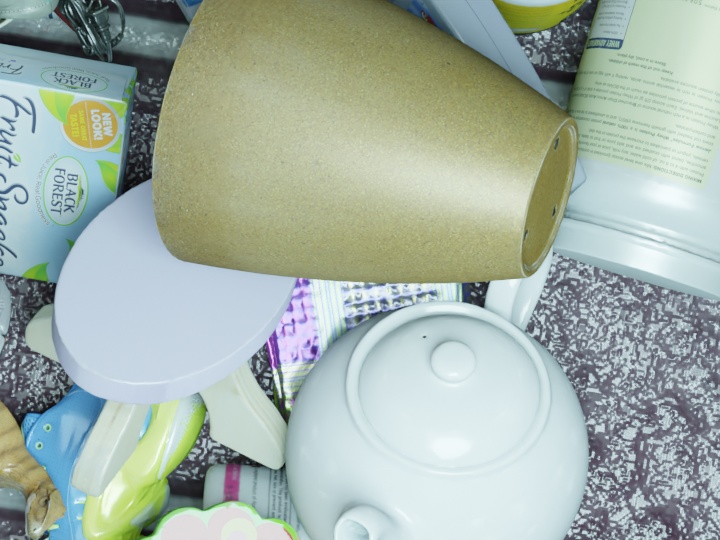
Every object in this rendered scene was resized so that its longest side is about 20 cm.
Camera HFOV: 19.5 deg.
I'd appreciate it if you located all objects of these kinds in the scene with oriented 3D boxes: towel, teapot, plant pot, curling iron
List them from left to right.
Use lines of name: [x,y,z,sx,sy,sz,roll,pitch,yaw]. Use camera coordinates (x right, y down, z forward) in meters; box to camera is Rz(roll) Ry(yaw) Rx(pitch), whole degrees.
curling iron: [-0.216,-0.210,1.304,0.200,0.050,0.026,48,57,0]
towel: [0.000,0.000,1.373,0.143,0.023,0.200,-10,91,-3]
plant pot: [0.014,-0.069,1.179,0.200,0.186,0.187,16,89,17]
teapot: [0.050,0.087,1.238,0.197,0.146,0.200,-12,54,-14]

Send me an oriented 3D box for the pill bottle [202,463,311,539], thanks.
pill bottle: [0.000,0.182,1.324,0.200,0.113,0.113,2,89,-2]

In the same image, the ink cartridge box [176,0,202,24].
ink cartridge box: [-0.058,-0.215,1.282,0.144,0.200,0.085,-32,80,-2]

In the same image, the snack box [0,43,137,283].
snack box: [-0.249,-0.074,1.319,0.200,0.053,0.142,10,123,-2]

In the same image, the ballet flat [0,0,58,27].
ballet flat: [-0.262,-0.174,1.307,0.067,0.200,0.064,-46,123,-34]

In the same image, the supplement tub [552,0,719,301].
supplement tub: [0.202,-0.093,1.318,0.145,0.145,0.200,17,89,-2]

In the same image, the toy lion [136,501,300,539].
toy lion: [-0.102,0.241,1.235,0.192,0.069,0.200,-10,86,-10]

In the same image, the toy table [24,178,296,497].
toy table: [-0.115,0.039,1.278,0.184,0.117,0.200,34,46,18]

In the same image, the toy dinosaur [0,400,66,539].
toy dinosaur: [-0.250,0.093,1.334,0.106,0.060,0.200,-40,73,16]

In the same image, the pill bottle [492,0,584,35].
pill bottle: [0.104,-0.212,1.287,0.112,0.200,0.112,0,89,0]

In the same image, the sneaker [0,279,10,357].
sneaker: [-0.265,0.100,1.268,0.078,0.112,0.200,16,58,12]

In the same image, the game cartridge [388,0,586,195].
game cartridge: [0.060,-0.118,1.279,0.042,0.133,0.200,-30,83,-14]

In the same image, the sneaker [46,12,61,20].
sneaker: [-0.212,-0.261,1.342,0.071,0.073,0.200,0,90,-5]

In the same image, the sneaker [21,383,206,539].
sneaker: [-0.181,0.149,1.348,0.105,0.076,0.200,24,82,11]
